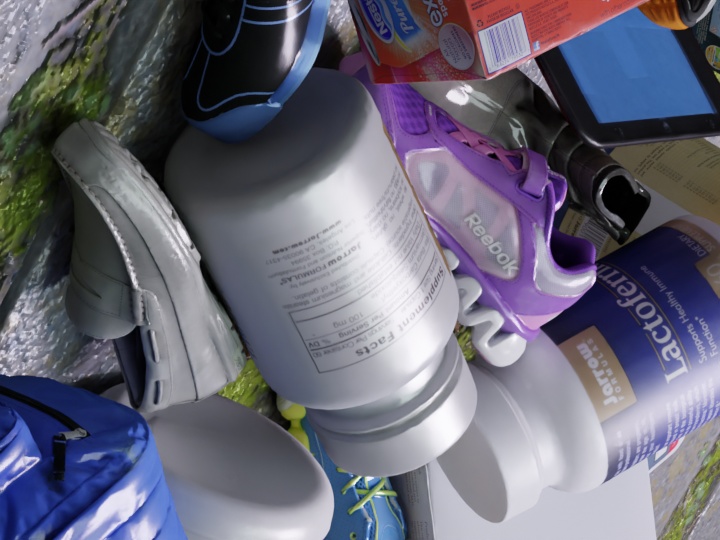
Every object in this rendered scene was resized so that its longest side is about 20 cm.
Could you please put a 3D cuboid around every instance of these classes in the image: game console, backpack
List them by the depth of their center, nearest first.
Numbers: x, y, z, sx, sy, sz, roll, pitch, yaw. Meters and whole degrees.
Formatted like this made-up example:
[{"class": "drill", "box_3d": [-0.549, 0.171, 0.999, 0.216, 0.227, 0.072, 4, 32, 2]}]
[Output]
[{"class": "backpack", "box_3d": [-0.180, 0.131, 1.194, 0.200, 0.162, 0.169, -35, 130, -33]}, {"class": "game console", "box_3d": [0.167, -0.177, 1.480, 0.200, 0.118, 0.173, -10, 128, -56]}]

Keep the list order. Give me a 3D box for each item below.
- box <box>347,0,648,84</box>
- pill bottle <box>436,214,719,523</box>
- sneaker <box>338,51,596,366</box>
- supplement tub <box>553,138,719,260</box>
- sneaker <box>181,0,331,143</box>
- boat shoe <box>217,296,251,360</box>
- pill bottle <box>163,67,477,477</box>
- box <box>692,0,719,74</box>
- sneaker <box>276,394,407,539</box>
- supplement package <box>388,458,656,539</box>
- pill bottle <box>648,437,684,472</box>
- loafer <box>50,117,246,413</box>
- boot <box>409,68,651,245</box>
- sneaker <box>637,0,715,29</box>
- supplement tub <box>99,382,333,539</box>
[{"class": "box", "box_3d": [0.090, -0.175, 1.314, 0.199, 0.095, 0.100, -29, 110, -35]}, {"class": "pill bottle", "box_3d": [0.139, 0.059, 1.496, 0.199, 0.116, 0.116, -29, 145, -19]}, {"class": "sneaker", "box_3d": [0.062, -0.046, 1.389, 0.088, 0.200, 0.081, -28, -155, 19]}, {"class": "supplement tub", "box_3d": [0.221, -0.004, 1.670, 0.144, 0.200, 0.145, -39, 149, -29]}, {"class": "sneaker", "box_3d": [-0.046, -0.154, 1.220, 0.078, 0.070, 0.201, 14, 116, -38]}, {"class": "boat shoe", "box_3d": [0.000, 0.000, 1.437, 0.200, 0.074, 0.076, -33, 156, -39]}, {"class": "pill bottle", "box_3d": [-0.013, 0.006, 1.319, 0.114, 0.114, 0.201, -43, 129, -24]}, {"class": "box", "box_3d": [0.303, -0.234, 1.732, 0.200, 0.038, 0.137, -38, 148, -33]}, {"class": "sneaker", "box_3d": [-0.002, 0.115, 1.537, 0.076, 0.105, 0.201, -21, 138, -49]}, {"class": "supplement package", "box_3d": [0.093, 0.174, 1.590, 0.155, 0.111, 0.201, -5, 88, -24]}, {"class": "pill bottle", "box_3d": [0.119, 0.127, 1.737, 0.200, 0.119, 0.120, -37, 148, -34]}, {"class": "loafer", "box_3d": [-0.114, 0.005, 1.265, 0.070, 0.070, 0.200, -32, 139, -8]}, {"class": "boot", "box_3d": [0.097, -0.083, 1.452, 0.068, 0.130, 0.200, -56, 153, 2]}, {"class": "sneaker", "box_3d": [0.193, -0.233, 1.444, 0.092, 0.075, 0.201, 8, 86, -65]}, {"class": "supplement tub", "box_3d": [-0.113, 0.177, 1.376, 0.145, 0.145, 0.201, -7, 126, -56]}]
